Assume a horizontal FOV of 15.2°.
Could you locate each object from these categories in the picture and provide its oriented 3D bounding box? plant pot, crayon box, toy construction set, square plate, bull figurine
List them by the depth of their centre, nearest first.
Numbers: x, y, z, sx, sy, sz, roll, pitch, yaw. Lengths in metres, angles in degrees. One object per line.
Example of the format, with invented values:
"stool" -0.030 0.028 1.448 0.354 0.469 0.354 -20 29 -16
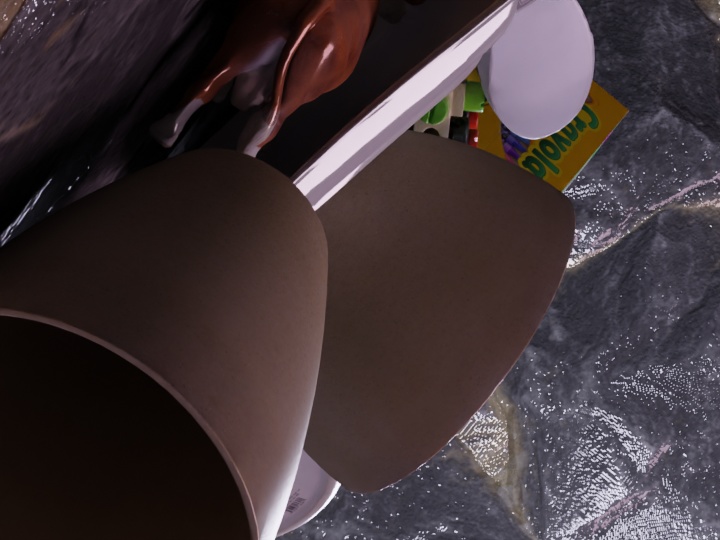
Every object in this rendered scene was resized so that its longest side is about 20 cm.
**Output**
"plant pot" -0.091 0.037 1.180 0.187 0.187 0.200 -54 -178 42
"bull figurine" -0.030 -0.110 1.298 0.121 0.065 0.200 -50 178 17
"square plate" -0.018 -0.077 1.377 0.198 0.028 0.200 -42 -164 -8
"plant pot" 0.000 0.000 1.456 0.200 0.134 0.200 -48 -163 19
"toy construction set" 0.040 -0.137 1.593 0.200 0.092 0.131 -42 141 -66
"crayon box" 0.066 -0.106 1.747 0.058 0.172 0.200 -53 177 34

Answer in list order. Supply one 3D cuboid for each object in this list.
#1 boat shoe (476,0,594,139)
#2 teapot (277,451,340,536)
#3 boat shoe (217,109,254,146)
"boat shoe" 0.076 -0.161 1.525 0.070 0.066 0.200 -30 135 -1
"teapot" -0.098 0.079 1.796 0.198 0.200 0.146 74 8 -51
"boat shoe" -0.059 -0.045 1.566 0.076 0.072 0.200 -51 176 -15
